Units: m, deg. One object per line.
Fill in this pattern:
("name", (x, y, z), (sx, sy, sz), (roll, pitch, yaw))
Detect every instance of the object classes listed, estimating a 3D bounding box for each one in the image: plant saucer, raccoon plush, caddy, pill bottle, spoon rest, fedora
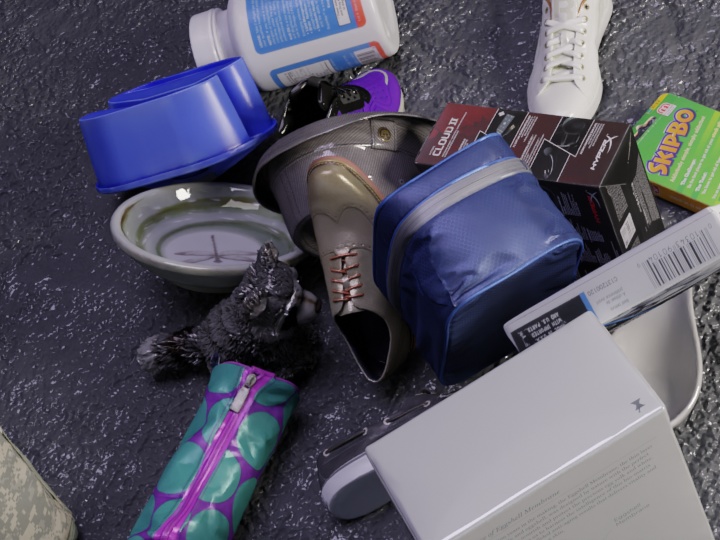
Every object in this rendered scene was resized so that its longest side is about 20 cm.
("plant saucer", (-0.135, -0.024, 1.830), (0.198, 0.051, 0.201), (4, 26, -2))
("raccoon plush", (-0.124, 0.050, 1.725), (0.198, 0.134, 0.098), (-16, 55, 10))
("caddy", (-0.179, -0.132, 1.928), (0.198, 0.106, 0.141), (-14, 16, 26))
("pill bottle", (-0.069, -0.247, 1.983), (0.198, 0.113, 0.113), (-14, 46, 13))
("spoon rest", (0.249, 0.052, 1.604), (0.099, 0.061, 0.201), (9, 55, 31))
("fedora", (0.002, -0.065, 1.756), (0.176, 0.199, 0.091), (-36, 58, 40))

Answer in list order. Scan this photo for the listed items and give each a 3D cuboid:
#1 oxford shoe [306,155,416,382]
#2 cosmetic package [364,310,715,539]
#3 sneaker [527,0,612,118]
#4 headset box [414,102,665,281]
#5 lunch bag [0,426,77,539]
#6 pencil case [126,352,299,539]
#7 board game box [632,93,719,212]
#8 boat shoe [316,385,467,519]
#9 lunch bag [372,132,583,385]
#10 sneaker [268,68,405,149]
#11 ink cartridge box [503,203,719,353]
("oxford shoe", (0.000, 0.000, 1.663), (0.070, 0.202, 0.074), (-13, 22, 25))
("cosmetic package", (0.138, 0.174, 1.451), (0.198, 0.201, 0.123), (-31, 45, -3))
("sneaker", (0.191, -0.219, 1.854), (0.072, 0.085, 0.202), (-3, 52, 21))
("headset box", (0.149, -0.061, 1.690), (0.198, 0.149, 0.078), (10, 55, 33))
("lunch bag", (-0.346, 0.211, 1.652), (0.167, 0.201, 0.139), (-41, 47, -11))
("pencil case", (-0.127, 0.172, 1.657), (0.084, 0.093, 0.201), (20, 61, 9))
("board game box", (0.319, -0.091, 1.720), (0.199, 0.030, 0.096), (29, 67, 37))
("boat shoe", (0.051, 0.134, 1.629), (0.199, 0.070, 0.067), (-32, 46, 7))
("lunch bag", (0.087, -0.011, 1.580), (0.135, 0.200, 0.133), (-28, 68, -14))
("sneaker", (-0.024, -0.151, 1.872), (0.069, 0.100, 0.200), (10, 44, 32))
("ink cartridge box", (0.235, 0.000, 1.515), (0.197, 0.199, 0.044), (-32, 82, 31))
